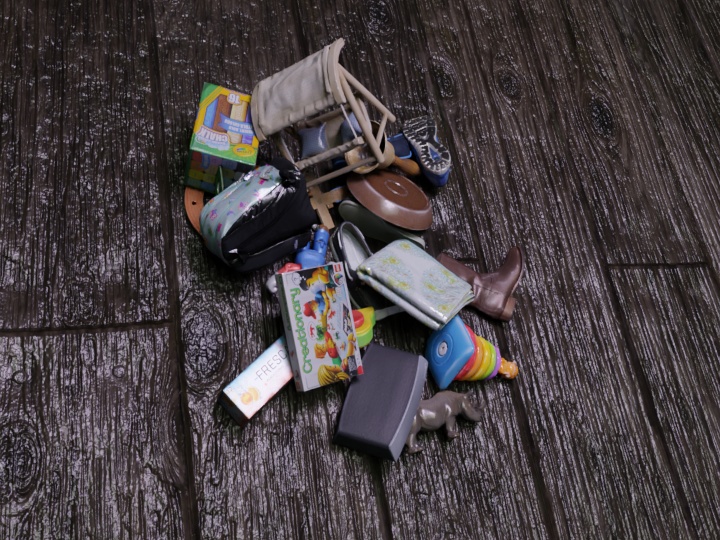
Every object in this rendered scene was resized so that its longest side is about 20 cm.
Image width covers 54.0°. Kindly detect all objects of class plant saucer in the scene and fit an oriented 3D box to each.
[{"bbox_3d":[0.067,-0.157,1.438,0.197,0.035,0.201,22,28,-13],"label":"plant saucer"}]

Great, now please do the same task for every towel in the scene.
[{"bbox_3d":[0.109,0.021,1.336,0.198,0.049,0.171,34,29,16],"label":"towel"}]

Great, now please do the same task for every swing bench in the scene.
[{"bbox_3d":[-0.074,-0.278,1.293,0.200,0.196,0.131,48,41,-33],"label":"swing bench"}]

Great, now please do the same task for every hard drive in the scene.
[{"bbox_3d":[0.037,0.226,1.263,0.132,0.043,0.202,13,56,16],"label":"hard drive"}]

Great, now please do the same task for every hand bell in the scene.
[{"bbox_3d":[0.068,-0.228,1.450,0.198,0.103,0.106,11,56,-52],"label":"hand bell"}]

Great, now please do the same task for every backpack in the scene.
[{"bbox_3d":[-0.187,-0.092,1.269,0.199,0.168,0.126,-39,45,-19],"label":"backpack"}]

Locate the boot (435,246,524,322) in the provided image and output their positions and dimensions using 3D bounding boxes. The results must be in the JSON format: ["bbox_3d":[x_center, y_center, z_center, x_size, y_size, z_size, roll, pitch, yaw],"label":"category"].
[{"bbox_3d":[0.237,-0.004,1.475,0.197,0.064,0.189,21,59,-5],"label":"boot"}]

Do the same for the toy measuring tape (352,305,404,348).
[{"bbox_3d":[0.024,0.103,1.317,0.196,0.074,0.075,-13,70,-12],"label":"toy measuring tape"}]

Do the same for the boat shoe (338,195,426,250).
[{"bbox_3d":[0.047,-0.101,1.439,0.199,0.072,0.061,28,54,-16],"label":"boat shoe"}]

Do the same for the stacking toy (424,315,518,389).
[{"bbox_3d":[0.232,0.174,1.368,0.197,0.117,0.111,19,30,-30],"label":"stacking toy"}]

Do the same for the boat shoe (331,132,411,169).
[{"bbox_3d":[0.016,-0.255,1.500,0.198,0.083,0.070,-13,89,-40],"label":"boat shoe"}]

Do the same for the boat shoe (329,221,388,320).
[{"bbox_3d":[0.000,0.000,1.375,0.075,0.060,0.202,-25,76,-29],"label":"boat shoe"}]

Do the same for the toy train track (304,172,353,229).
[{"bbox_3d":[-0.059,-0.148,1.438,0.198,0.032,0.117,-24,93,-38],"label":"toy train track"}]

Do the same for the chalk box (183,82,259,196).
[{"bbox_3d":[-0.259,-0.222,1.323,0.122,0.125,0.203,14,59,-14],"label":"chalk box"}]

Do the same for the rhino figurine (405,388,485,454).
[{"bbox_3d":[0.154,0.269,1.306,0.197,0.060,0.089,-13,72,-25],"label":"rhino figurine"}]

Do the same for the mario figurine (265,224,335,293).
[{"bbox_3d":[-0.106,0.011,1.336,0.121,0.107,0.203,-9,51,14],"label":"mario figurine"}]

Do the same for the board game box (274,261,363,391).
[{"bbox_3d":[-0.071,0.095,1.227,0.124,0.034,0.204,-11,90,-34],"label":"board game box"}]

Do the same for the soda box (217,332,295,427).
[{"bbox_3d":[-0.154,0.176,1.229,0.068,0.064,0.200,45,57,4],"label":"soda box"}]

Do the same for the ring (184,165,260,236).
[{"bbox_3d":[-0.242,-0.127,1.367,0.197,0.019,0.204,9,64,-18],"label":"ring"}]

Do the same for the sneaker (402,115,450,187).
[{"bbox_3d":[0.144,-0.261,1.556,0.077,0.090,0.202,-14,52,-2],"label":"sneaker"}]
